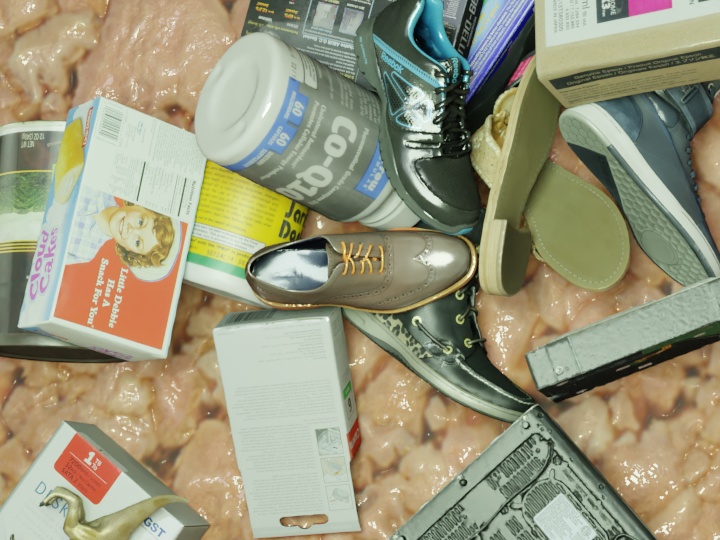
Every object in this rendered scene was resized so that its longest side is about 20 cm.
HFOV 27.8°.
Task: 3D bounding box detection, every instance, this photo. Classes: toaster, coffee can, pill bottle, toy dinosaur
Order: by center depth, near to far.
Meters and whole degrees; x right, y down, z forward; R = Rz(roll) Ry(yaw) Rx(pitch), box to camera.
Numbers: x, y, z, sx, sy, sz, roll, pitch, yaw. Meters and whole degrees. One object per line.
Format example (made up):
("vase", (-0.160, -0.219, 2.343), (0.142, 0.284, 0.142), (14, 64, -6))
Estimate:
("toaster", (0.150, 0.239, 1.205), (0.181, 0.119, 0.200), (-43, 73, 5))
("pill bottle", (-0.031, -0.109, 1.227), (0.113, 0.199, 0.115), (-27, 51, 40))
("toy dinosaur", (-0.236, 0.233, 1.268), (0.101, 0.058, 0.200), (44, 101, 1))
("pill bottle", (-0.098, -0.076, 1.323), (0.112, 0.113, 0.202), (16, 84, 16))
("coffee can", (-0.274, -0.022, 1.341), (0.145, 0.146, 0.203), (-1, 81, 14))

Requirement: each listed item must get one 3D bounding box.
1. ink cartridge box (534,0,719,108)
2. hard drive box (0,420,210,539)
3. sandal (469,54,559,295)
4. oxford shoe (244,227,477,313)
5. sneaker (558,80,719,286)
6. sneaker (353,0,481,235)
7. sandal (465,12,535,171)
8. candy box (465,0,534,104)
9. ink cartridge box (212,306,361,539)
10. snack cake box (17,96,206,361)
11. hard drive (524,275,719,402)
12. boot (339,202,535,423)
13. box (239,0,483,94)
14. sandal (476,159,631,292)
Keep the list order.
("ink cartridge box", (0.225, -0.248, 1.172), (0.163, 0.075, 0.202), (-9, 70, 27))
("hard drive box", (-0.261, 0.265, 1.328), (0.155, 0.077, 0.201), (36, 90, 16))
("sandal", (0.112, -0.087, 1.226), (0.069, 0.077, 0.214), (6, 80, 31))
("oxford shoe", (0.000, 0.000, 1.223), (0.197, 0.073, 0.072), (-8, 81, 5))
("sneaker", (0.280, -0.096, 1.248), (0.146, 0.077, 0.203), (-41, 102, -22))
("sneaker", (0.056, -0.128, 1.175), (0.082, 0.073, 0.202), (-31, 76, 46))
("sandal", (0.151, -0.162, 1.279), (0.200, 0.075, 0.045), (-51, 41, -10))
("candy box", (0.058, -0.249, 1.330), (0.199, 0.077, 0.170), (36, 93, 16))
("ink cartridge box", (-0.059, 0.135, 1.301), (0.108, 0.050, 0.202), (-6, 104, 13))
("snack cake box", (-0.210, -0.033, 1.257), (0.067, 0.114, 0.202), (-9, 65, 52))
("hard drive", (0.239, 0.054, 1.202), (0.198, 0.140, 0.038), (-22, 77, 11))
("boot", (0.093, 0.024, 1.270), (0.203, 0.073, 0.155), (34, 99, 21))
("box", (0.005, -0.237, 1.277), (0.198, 0.050, 0.160), (15, 90, 17))
("sandal", (0.174, -0.043, 1.278), (0.077, 0.070, 0.212), (-37, 51, -3))
